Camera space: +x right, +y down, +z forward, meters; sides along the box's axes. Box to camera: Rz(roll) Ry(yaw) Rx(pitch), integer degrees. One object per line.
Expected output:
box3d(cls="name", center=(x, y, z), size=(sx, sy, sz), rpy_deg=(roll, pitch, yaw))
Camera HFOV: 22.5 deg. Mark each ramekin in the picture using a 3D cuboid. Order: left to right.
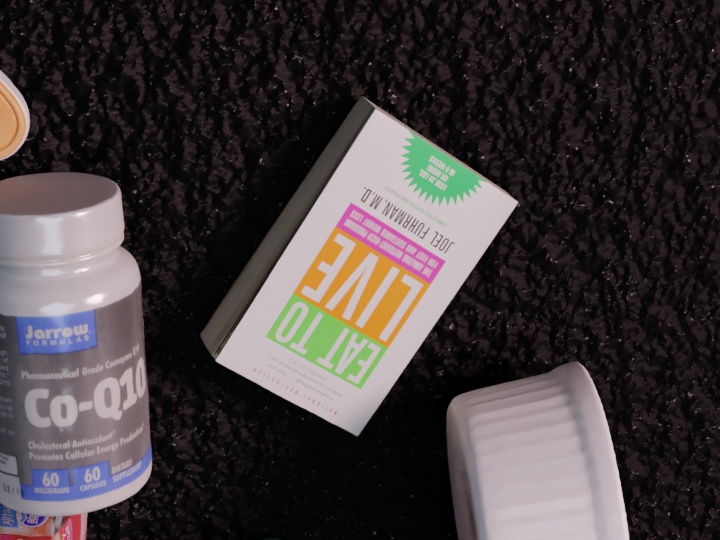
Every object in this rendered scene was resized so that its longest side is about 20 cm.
box3d(cls="ramekin", center=(0.120, 0.170, 1.253), size=(0.096, 0.201, 0.203), rpy_deg=(-8, 111, -3))

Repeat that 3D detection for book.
box3d(cls="book", center=(0.000, 0.000, 1.245), size=(0.133, 0.048, 0.201), rpy_deg=(30, 98, -26))

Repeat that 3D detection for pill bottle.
box3d(cls="pill bottle", center=(-0.196, 0.045, 1.171), size=(0.112, 0.114, 0.202), rpy_deg=(-6, 111, -12))

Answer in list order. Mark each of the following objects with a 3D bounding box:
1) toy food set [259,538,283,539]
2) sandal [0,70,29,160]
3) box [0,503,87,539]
box3d(cls="toy food set", center=(-0.114, 0.288, 1.314), size=(0.195, 0.049, 0.202), rpy_deg=(-2, 109, -13))
box3d(cls="sandal", center=(-0.288, -0.136, 1.112), size=(0.206, 0.059, 0.079), rpy_deg=(35, 98, -22))
box3d(cls="box", center=(-0.249, 0.255, 1.226), size=(0.094, 0.100, 0.202), rpy_deg=(10, 108, 11))
